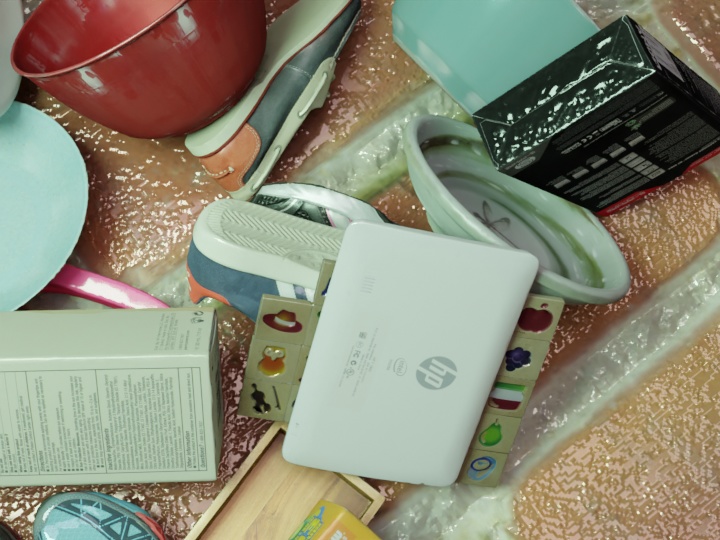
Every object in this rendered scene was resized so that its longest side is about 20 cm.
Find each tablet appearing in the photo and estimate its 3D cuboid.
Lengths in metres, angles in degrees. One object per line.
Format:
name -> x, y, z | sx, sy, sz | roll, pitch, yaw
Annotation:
tablet -> 0.030, 0.062, 0.815 | 0.130, 0.014, 0.200 | 11, 121, -11

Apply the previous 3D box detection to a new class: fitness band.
fitness band -> -0.206, 0.075, 0.895 | 0.199, 0.037, 0.144 | 20, 77, 2

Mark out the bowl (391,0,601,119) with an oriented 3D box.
bowl -> 0.100, -0.171, 0.908 | 0.201, 0.201, 0.105 | 45, 99, 7

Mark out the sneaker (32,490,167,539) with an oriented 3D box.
sneaker -> -0.141, 0.220, 0.798 | 0.079, 0.096, 0.200 | -43, 83, -12

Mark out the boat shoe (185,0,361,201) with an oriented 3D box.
boat shoe -> -0.056, -0.144, 0.942 | 0.063, 0.071, 0.200 | 49, 63, -31

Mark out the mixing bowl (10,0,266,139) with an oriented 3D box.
mixing bowl -> -0.145, -0.169, 0.896 | 0.200, 0.200, 0.108 | -42, 125, -11

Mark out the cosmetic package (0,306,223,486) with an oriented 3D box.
cosmetic package -> -0.196, 0.085, 0.820 | 0.199, 0.073, 0.104 | 0, 115, -2

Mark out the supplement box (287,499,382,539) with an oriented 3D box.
supplement box -> 0.031, 0.247, 0.834 | 0.200, 0.069, 0.067 | 42, 76, -5

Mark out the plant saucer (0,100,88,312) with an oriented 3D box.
plant saucer -> -0.294, -0.035, 0.899 | 0.200, 0.039, 0.202 | -3, 62, 6

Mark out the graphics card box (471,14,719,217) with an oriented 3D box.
graphics card box -> 0.180, -0.101, 0.859 | 0.125, 0.200, 0.051 | -31, 69, 26

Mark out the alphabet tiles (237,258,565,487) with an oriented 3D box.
alphabet tiles -> 0.021, 0.073, 0.833 | 0.199, 0.008, 0.168 | 10, 121, -9

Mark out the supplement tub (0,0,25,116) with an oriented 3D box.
supplement tub -> -0.362, -0.174, 0.879 | 0.199, 0.145, 0.145 | 0, 77, 10

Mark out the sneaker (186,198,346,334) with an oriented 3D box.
sneaker -> -0.028, 0.018, 0.855 | 0.200, 0.085, 0.075 | 21, 38, -7

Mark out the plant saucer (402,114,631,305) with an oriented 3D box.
plant saucer -> 0.105, -0.034, 0.886 | 0.200, 0.200, 0.050 | 39, 115, 6

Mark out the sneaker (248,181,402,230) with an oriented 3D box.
sneaker -> 0.000, 0.000, 0.904 | 0.199, 0.080, 0.087 | 20, 78, 2

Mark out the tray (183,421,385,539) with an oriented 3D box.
tray -> -0.081, 0.215, 0.871 | 0.099, 0.037, 0.200 | 37, 77, 5

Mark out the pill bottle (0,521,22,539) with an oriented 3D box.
pill bottle -> -0.281, 0.208, 0.775 | 0.114, 0.200, 0.114 | 1, 77, -3
